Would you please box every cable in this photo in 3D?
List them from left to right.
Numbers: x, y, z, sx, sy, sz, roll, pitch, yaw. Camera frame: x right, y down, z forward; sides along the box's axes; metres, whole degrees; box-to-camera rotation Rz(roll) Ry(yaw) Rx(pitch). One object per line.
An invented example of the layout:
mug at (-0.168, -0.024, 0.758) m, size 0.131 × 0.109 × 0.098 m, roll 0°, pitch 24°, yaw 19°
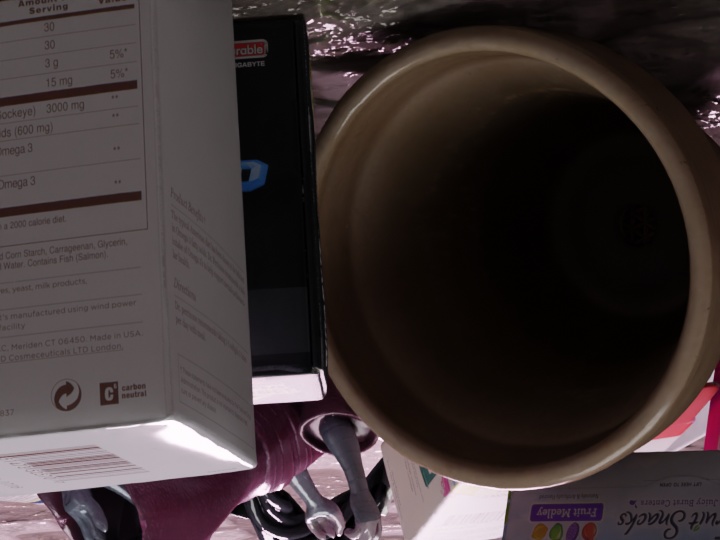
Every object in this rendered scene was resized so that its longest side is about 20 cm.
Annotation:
cable at (-0.004, 0.107, 1.315) m, size 0.163 × 0.051 × 0.200 m, roll -33°, pitch 146°, yaw -12°

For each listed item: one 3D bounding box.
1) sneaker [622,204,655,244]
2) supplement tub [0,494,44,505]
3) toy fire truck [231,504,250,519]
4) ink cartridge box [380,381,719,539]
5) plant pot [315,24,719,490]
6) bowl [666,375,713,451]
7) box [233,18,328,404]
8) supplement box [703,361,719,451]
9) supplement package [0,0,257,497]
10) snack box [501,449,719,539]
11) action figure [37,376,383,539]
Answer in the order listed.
sneaker at (0.099, -0.028, 1.132) m, size 0.199 × 0.071 × 0.075 m, roll -17°, pitch -175°, yaw 34°
supplement tub at (-0.233, 0.049, 1.150) m, size 0.199 × 0.146 × 0.145 m, roll 11°, pitch 159°, yaw -43°
toy fire truck at (-0.154, 0.097, 1.411) m, size 0.175 × 0.129 × 0.200 m, roll 20°, pitch 179°, yaw -21°
ink cartridge box at (0.094, 0.077, 1.106) m, size 0.116 × 0.068 × 0.200 m, roll -6°, pitch 156°, yaw -19°
plant pot at (0.095, -0.013, 0.970) m, size 0.199 × 0.201 × 0.174 m, roll -12°, pitch 180°, yaw 30°
bowl at (0.130, 0.065, 1.274) m, size 0.199 × 0.075 × 0.200 m, roll 6°, pitch 149°, yaw -36°
box at (-0.116, -0.020, 0.897) m, size 0.199 × 0.160 × 0.046 m, roll -3°, pitch 162°, yaw 1°
supplement box at (0.235, 0.023, 1.027) m, size 0.103 × 0.201 × 0.101 m, roll 12°, pitch 163°, yaw -7°
supplement package at (-0.112, -0.026, 0.797) m, size 0.117 × 0.201 × 0.117 m, roll -7°, pitch 164°, yaw 12°
snack box at (0.182, 0.123, 0.943) m, size 0.199 × 0.053 × 0.142 m, roll -7°, pitch 156°, yaw 44°
action figure at (-0.058, 0.078, 0.991) m, size 0.200 × 0.149 × 0.134 m, roll -34°, pitch 179°, yaw -28°
